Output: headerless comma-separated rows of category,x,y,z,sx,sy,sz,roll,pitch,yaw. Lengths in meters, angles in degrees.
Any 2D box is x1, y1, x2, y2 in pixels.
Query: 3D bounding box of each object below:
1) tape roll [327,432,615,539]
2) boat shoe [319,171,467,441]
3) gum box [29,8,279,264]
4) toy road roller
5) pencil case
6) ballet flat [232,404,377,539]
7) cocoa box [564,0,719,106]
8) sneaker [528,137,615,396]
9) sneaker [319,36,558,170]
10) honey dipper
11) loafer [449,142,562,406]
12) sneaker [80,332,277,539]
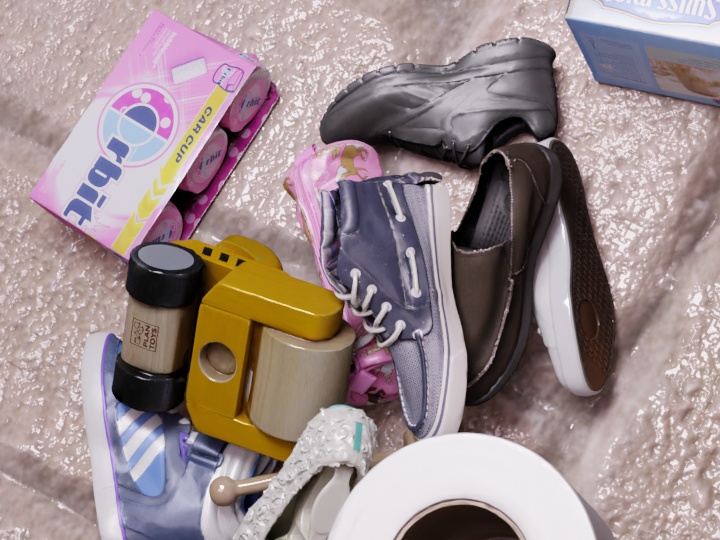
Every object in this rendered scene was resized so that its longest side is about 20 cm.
tape roll,0.084,0.228,1.352,0.200,0.139,0.205,-5,72,15
boat shoe,0.018,0.026,1.371,0.092,0.075,0.202,3,73,-26
gum box,-0.166,-0.108,1.576,0.113,0.066,0.201,30,83,24
toy road roller,-0.085,0.043,1.455,0.198,0.146,0.124,19,116,18
pencil case,0.000,0.000,1.477,0.082,0.087,0.202,-14,69,-4
ballet flat,-0.045,0.185,1.391,0.072,0.071,0.201,42,125,24
cocoa box,0.272,-0.205,1.433,0.198,0.133,0.133,14,78,21
sneaker,0.138,0.006,1.453,0.084,0.073,0.202,-21,65,31
sneaker,0.063,-0.120,1.508,0.198,0.076,0.092,-14,76,16
honey dipper,-0.016,0.150,1.432,0.198,0.038,0.038,-12,69,-5
loafer,0.086,-0.002,1.403,0.073,0.071,0.202,11,87,41
sneaker,-0.136,0.132,1.494,0.145,0.081,0.202,-11,62,1
